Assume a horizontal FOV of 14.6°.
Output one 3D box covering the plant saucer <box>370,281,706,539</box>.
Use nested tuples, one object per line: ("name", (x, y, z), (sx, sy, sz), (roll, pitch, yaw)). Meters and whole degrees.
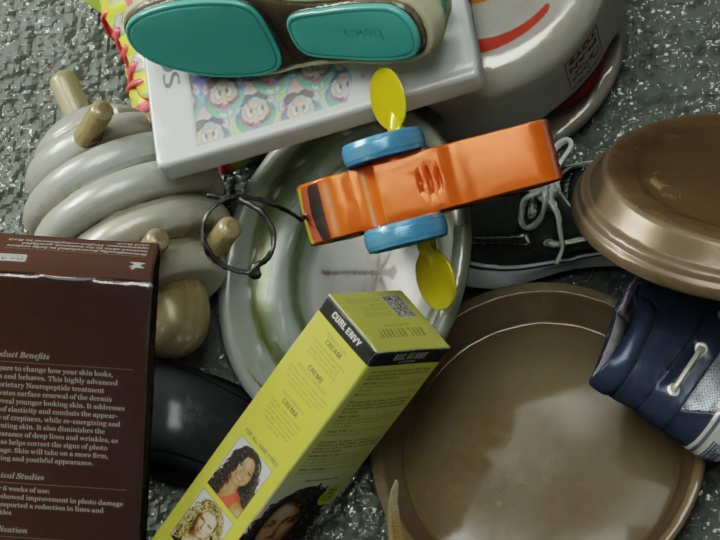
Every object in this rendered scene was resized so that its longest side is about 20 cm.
("plant saucer", (0.105, 0.104, 1.654), (0.199, 0.029, 0.201), (-4, 67, 9))

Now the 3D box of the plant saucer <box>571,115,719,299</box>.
("plant saucer", (0.218, -0.040, 1.570), (0.199, 0.030, 0.200), (2, 27, -1))

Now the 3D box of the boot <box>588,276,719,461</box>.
("boot", (0.208, 0.006, 1.626), (0.090, 0.073, 0.201), (31, 62, -6))

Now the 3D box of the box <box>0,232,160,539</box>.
("box", (-0.171, 0.085, 1.623), (0.099, 0.075, 0.201), (5, 112, -1))

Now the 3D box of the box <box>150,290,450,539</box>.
("box", (-0.036, 0.101, 1.606), (0.050, 0.075, 0.200), (48, 118, 25))

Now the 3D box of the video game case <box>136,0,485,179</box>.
("video game case", (-0.036, -0.162, 1.655), (0.199, 0.024, 0.183), (-15, 63, 12))

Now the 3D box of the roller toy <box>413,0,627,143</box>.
("roller toy", (0.071, -0.167, 1.714), (0.199, 0.140, 0.184), (-8, 66, 7))

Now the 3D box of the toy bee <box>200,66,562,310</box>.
("toy bee", (0.007, -0.048, 1.580), (0.199, 0.109, 0.132), (7, 85, -9))

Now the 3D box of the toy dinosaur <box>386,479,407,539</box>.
("toy dinosaur", (0.049, 0.226, 1.598), (0.101, 0.058, 0.200), (-38, 84, -12))

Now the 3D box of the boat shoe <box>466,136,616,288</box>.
("boat shoe", (0.123, -0.036, 1.681), (0.198, 0.068, 0.074), (1, 53, 11))

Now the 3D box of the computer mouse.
("computer mouse", (-0.167, 0.101, 1.698), (0.199, 0.046, 0.141), (19, 72, 18))

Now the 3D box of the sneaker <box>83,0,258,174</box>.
("sneaker", (-0.125, -0.135, 1.774), (0.200, 0.078, 0.090), (37, 81, 22))

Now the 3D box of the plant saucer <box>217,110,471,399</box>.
("plant saucer", (0.000, 0.000, 1.681), (0.199, 0.050, 0.201), (-15, 67, 39))

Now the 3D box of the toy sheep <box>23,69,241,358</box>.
("toy sheep", (-0.142, -0.037, 1.705), (0.137, 0.138, 0.201), (-21, 70, 1))

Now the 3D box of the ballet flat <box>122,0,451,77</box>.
("ballet flat", (-0.039, -0.149, 1.607), (0.199, 0.069, 0.070), (4, 68, 24))
